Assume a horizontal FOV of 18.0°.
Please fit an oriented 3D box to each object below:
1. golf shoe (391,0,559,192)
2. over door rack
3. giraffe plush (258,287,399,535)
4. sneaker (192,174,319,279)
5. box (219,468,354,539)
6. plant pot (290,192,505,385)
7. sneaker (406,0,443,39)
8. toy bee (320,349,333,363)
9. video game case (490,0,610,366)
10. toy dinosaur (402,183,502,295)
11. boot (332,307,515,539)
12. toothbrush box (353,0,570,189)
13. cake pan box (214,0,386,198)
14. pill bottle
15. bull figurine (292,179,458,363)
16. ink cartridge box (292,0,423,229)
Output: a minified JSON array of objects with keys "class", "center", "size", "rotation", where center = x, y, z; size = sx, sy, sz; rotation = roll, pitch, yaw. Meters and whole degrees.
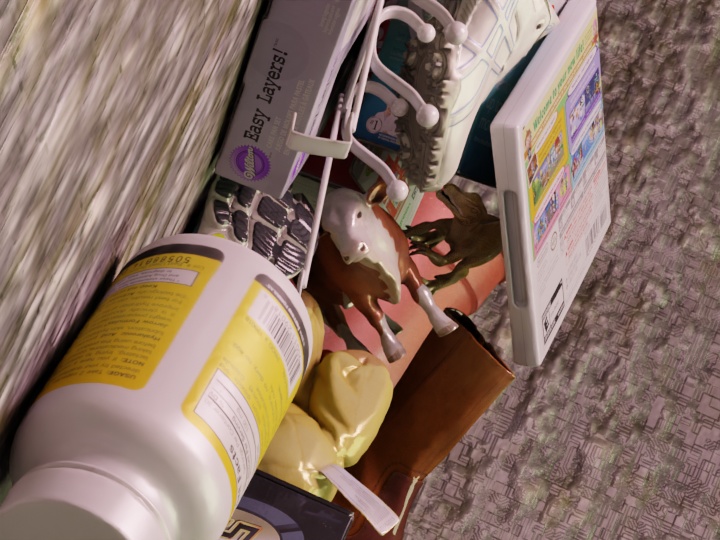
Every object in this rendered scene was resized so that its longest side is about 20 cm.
[{"class":"golf shoe","center":[0.080,-0.141,1.412],"size":[0.078,0.097,0.200],"rotation":[-133,-129,-60]},{"class":"over door rack","center":[0.005,-0.081,1.294],"size":[0.148,0.067,0.200],"rotation":[109,5,-48]},{"class":"giraffe plush","center":[-0.070,0.134,1.477],"size":[0.172,0.200,0.162],"rotation":[-14,150,-36]},{"class":"sneaker","center":[-0.088,0.003,1.387],"size":[0.080,0.078,0.200],"rotation":[-40,-167,40]},{"class":"box","center":[-0.114,0.189,1.274],"size":[0.200,0.164,0.086],"rotation":[-61,175,-56]},{"class":"plant pot","center":[-0.002,0.026,1.953],"size":[0.195,0.201,0.201],"rotation":[-57,174,-18]},{"class":"sneaker","center":[0.056,-0.236,1.463],"size":[0.071,0.073,0.200],"rotation":[22,-72,57]},{"class":"toy bee","center":[-0.069,0.080,1.597],"size":[0.200,0.109,0.131],"rotation":[-52,-132,28]},{"class":"video game case","center":[0.132,-0.063,1.546],"size":[0.200,0.022,0.182],"rotation":[-56,145,-53]},{"class":"toy dinosaur","center":[0.083,-0.022,1.585],"size":[0.101,0.058,0.200],"rotation":[-22,171,21]},{"class":"boot","center":[0.040,0.142,1.510],"size":[0.200,0.068,0.188],"rotation":[-48,-154,12]},{"class":"toothbrush box","center":[0.082,-0.165,1.556],"size":[0.146,0.085,0.200],"rotation":[14,95,-72]},{"class":"cake pan box","center":[-0.017,-0.164,1.369],"size":[0.184,0.052,0.200],"rotation":[-59,173,-52]},{"class":"pill bottle","center":[-0.104,0.079,1.107],"size":[0.200,0.111,0.111],"rotation":[-62,175,-51]},{"class":"bull figurine","center":[0.000,0.000,1.520],"size":[0.065,0.121,0.200],"rotation":[-31,-173,-12]},{"class":"ink cartridge box","center":[0.015,-0.140,1.661],"size":[0.200,0.084,0.176],"rotation":[-66,162,-12]}]
